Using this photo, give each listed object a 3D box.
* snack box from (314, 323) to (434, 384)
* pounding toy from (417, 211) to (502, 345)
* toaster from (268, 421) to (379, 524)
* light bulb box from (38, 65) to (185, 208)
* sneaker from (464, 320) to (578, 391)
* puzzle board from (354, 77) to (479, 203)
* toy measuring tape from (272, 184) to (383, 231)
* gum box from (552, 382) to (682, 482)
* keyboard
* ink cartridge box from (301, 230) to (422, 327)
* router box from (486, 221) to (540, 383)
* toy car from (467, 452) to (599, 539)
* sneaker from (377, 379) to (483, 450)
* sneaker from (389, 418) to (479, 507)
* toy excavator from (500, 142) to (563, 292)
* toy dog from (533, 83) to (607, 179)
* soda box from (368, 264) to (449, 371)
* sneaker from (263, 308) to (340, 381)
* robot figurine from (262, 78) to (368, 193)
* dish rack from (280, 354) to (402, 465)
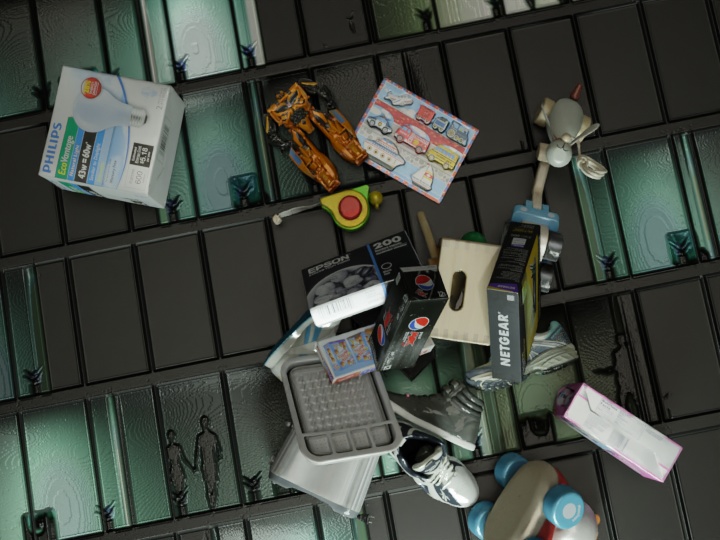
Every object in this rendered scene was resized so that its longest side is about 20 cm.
[{"bbox_3d":[0.026,0.127,1.513,0.197,0.024,0.073,-16,65,-26],"label":"snack box"},{"bbox_3d":[0.154,0.007,1.509,0.139,0.184,0.205,7,91,3],"label":"pounding toy"},{"bbox_3d":[-0.048,0.322,1.499,0.197,0.114,0.131,23,82,7],"label":"toaster"},{"bbox_3d":[-0.431,-0.231,1.579,0.196,0.125,0.203,10,83,3],"label":"light bulb box"},{"bbox_3d":[0.266,0.145,1.538,0.196,0.078,0.088,-16,70,-7],"label":"sneaker"},{"bbox_3d":[0.092,-0.234,1.612,0.198,0.017,0.153,29,85,6],"label":"puzzle board"},{"bbox_3d":[-0.052,-0.092,1.575,0.196,0.074,0.075,-17,82,0],"label":"toy measuring tape"},{"bbox_3d":[0.414,0.261,1.487,0.198,0.114,0.067,34,85,6],"label":"gum box"},{"bbox_3d":[0.032,0.108,1.570,0.104,0.040,0.200,-39,81,-26],"label":"keyboard"},{"bbox_3d":[0.000,0.000,1.502,0.194,0.201,0.044,-20,117,-1],"label":"ink cartridge box"},{"bbox_3d":[0.247,0.051,1.434,0.051,0.202,0.159,8,45,20],"label":"router box"},{"bbox_3d":[0.313,0.425,1.467,0.198,0.184,0.179,33,84,-23],"label":"toy car"},{"bbox_3d":[0.120,0.220,1.530,0.197,0.071,0.101,25,82,-1],"label":"sneaker"},{"bbox_3d":[0.122,0.325,1.475,0.079,0.130,0.199,-44,93,-4],"label":"sneaker"},{"bbox_3d":[0.296,-0.095,1.550,0.098,0.201,0.197,12,127,3],"label":"toy excavator"},{"bbox_3d":[0.353,-0.251,1.522,0.129,0.202,0.098,11,123,-16],"label":"toy dog"},{"bbox_3d":[0.073,0.078,1.419,0.069,0.201,0.064,-4,55,-20],"label":"soda box"},{"bbox_3d":[-0.074,0.113,1.538,0.081,0.077,0.200,43,105,-8],"label":"sneaker"},{"bbox_3d":[-0.084,-0.246,1.597,0.145,0.058,0.200,-43,83,3],"label":"robot figurine"},{"bbox_3d":[-0.035,0.225,1.460,0.168,0.044,0.202,-6,50,-18],"label":"dish rack"}]
